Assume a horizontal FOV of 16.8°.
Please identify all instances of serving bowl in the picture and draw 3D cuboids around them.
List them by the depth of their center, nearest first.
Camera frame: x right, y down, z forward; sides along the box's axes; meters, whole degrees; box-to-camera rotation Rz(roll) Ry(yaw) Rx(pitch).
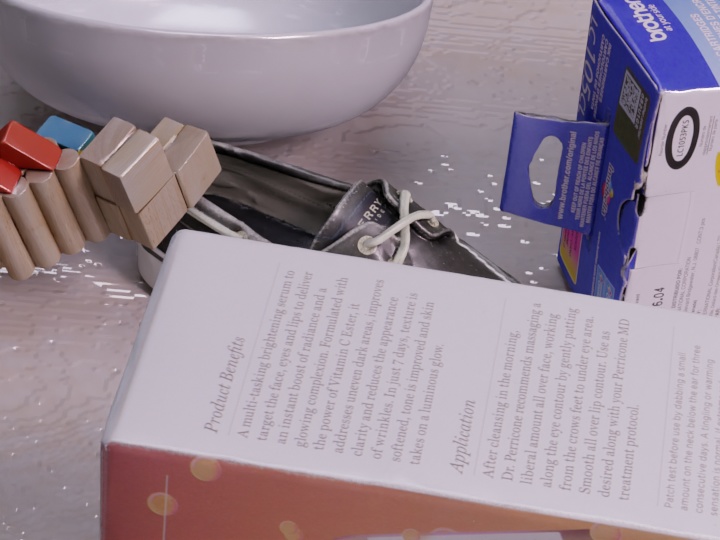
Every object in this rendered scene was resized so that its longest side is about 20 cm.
[{"bbox_3d":[-0.069,-0.097,1.064,0.200,0.066,0.200,4,19,-1],"label":"serving bowl"}]

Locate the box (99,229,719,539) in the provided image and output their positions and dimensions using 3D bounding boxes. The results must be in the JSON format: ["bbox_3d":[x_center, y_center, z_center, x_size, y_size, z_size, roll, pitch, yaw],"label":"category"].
[{"bbox_3d":[0.022,0.090,0.795,0.200,0.152,0.106,9,40,4],"label":"box"}]

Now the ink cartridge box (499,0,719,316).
[{"bbox_3d":[0.160,-0.043,0.989,0.200,0.137,0.076,-7,39,-16],"label":"ink cartridge box"}]

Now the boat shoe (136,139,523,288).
[{"bbox_3d":[0.000,0.000,0.973,0.200,0.064,0.071,18,40,15],"label":"boat shoe"}]

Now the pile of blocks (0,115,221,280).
[{"bbox_3d":[-0.158,-0.032,0.949,0.200,0.062,0.082,-20,51,-3],"label":"pile of blocks"}]
